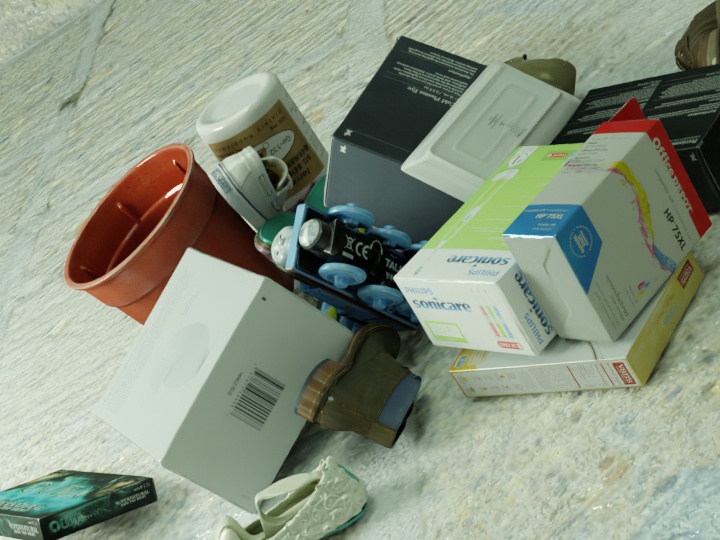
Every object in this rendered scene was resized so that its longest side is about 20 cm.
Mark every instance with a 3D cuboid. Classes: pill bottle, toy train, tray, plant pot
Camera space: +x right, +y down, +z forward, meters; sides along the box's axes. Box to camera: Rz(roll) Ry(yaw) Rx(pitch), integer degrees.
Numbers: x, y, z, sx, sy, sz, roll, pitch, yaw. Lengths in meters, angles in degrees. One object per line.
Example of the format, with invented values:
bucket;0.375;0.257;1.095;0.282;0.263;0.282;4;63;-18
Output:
pill bottle;-0.095;-0.123;1.900;0.114;0.201;0.115;-28;25;15
toy train;0.000;0.000;1.582;0.114;0.199;0.087;-11;63;45
tray;0.133;-0.141;1.601;0.107;0.022;0.200;28;51;16
plant pot;-0.189;-0.003;1.790;0.200;0.195;0.201;-35;29;24

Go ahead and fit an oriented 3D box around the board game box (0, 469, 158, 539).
board game box;-0.317;0.241;1.668;0.135;0.028;0.199;-17;8;-38

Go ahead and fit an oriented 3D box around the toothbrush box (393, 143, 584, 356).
toothbrush box;0.151;-0.023;1.454;0.200;0.086;0.145;-44;26;-28

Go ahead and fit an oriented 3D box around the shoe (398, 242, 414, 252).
shoe;0.046;-0.063;1.769;0.199;0.072;0.091;0;37;45

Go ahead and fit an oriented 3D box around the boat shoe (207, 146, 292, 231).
boat shoe;-0.105;-0.090;1.768;0.070;0.071;0.200;-37;-19;3

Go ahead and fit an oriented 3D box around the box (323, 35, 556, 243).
box;0.089;-0.122;1.663;0.199;0.105;0.183;22;48;13

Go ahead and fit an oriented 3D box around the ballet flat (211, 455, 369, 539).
ballet flat;-0.086;0.230;1.432;0.199;0.072;0.072;-35;25;5

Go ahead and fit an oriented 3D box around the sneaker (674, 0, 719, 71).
sneaker;0.360;-0.215;1.654;0.075;0.071;0.200;-33;14;29

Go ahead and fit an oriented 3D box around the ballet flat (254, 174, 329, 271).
ballet flat;-0.062;-0.040;1.772;0.200;0.069;0.072;-51;-17;-56

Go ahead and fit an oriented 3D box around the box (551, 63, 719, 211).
box;0.285;-0.120;1.558;0.199;0.079;0.141;-6;35;47

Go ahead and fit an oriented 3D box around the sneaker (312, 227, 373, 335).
sneaker;-0.018;0.022;1.724;0.083;0.071;0.200;-44;20;28

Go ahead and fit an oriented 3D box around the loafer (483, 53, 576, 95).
loafer;0.174;-0.208;1.869;0.199;0.076;0.068;10;49;44

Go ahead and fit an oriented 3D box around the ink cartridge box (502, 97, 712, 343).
ink cartridge box;0.223;-0.048;1.373;0.200;0.117;0.067;-46;27;-27

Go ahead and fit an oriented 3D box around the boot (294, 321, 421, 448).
boot;0.019;0.113;1.523;0.200;0.096;0.075;-36;-30;-61

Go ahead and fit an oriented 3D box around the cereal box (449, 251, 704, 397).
cereal box;0.190;0.047;1.429;0.199;0.040;0.144;-10;34;44

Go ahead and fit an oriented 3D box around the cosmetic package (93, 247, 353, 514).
cosmetic package;-0.138;0.103;1.592;0.200;0.123;0.200;-60;30;-6
